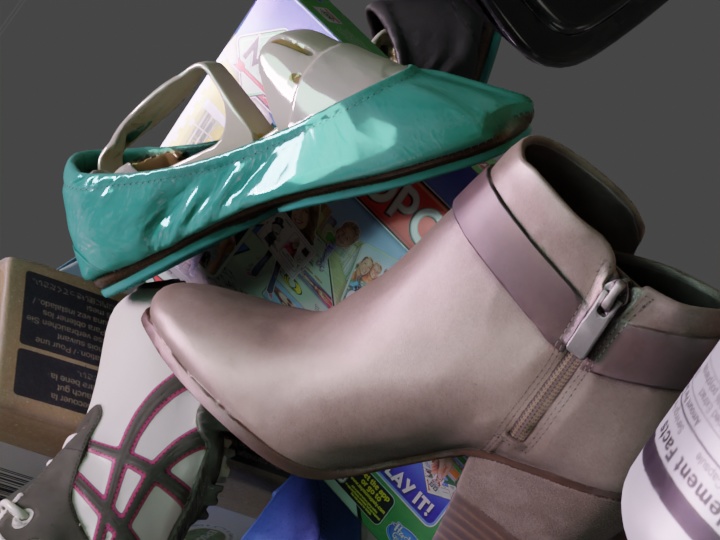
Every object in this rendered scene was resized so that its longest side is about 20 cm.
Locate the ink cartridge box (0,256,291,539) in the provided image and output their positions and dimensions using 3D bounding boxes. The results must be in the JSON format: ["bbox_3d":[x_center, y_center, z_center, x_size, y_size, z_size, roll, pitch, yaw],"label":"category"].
[{"bbox_3d":[-0.135,0.085,0.987,0.200,0.165,0.075,-35,44,45],"label":"ink cartridge box"}]

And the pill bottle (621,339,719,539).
[{"bbox_3d":[0.142,0.054,0.605,0.200,0.111,0.111,-57,30,18],"label":"pill bottle"}]

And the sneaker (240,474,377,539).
[{"bbox_3d":[-0.065,0.152,0.879,0.077,0.111,0.200,16,84,61],"label":"sneaker"}]

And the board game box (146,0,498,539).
[{"bbox_3d":[0.000,0.000,0.860,0.200,0.029,0.135,46,115,24],"label":"board game box"}]

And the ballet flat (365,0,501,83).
[{"bbox_3d":[0.007,-0.025,0.926,0.068,0.068,0.200,120,163,-68],"label":"ballet flat"}]

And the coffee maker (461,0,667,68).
[{"bbox_3d":[0.042,-0.160,0.897,0.192,0.135,0.200,-58,32,10],"label":"coffee maker"}]

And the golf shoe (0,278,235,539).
[{"bbox_3d":[-0.096,0.085,0.825,0.077,0.088,0.200,126,151,-52],"label":"golf shoe"}]

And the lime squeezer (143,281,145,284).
[{"bbox_3d":[-0.073,0.010,1.068,0.200,0.038,0.071,-46,32,30],"label":"lime squeezer"}]

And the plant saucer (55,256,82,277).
[{"bbox_3d":[-0.065,-0.034,1.050,0.200,0.019,0.070,-26,8,41],"label":"plant saucer"}]

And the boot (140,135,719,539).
[{"bbox_3d":[0.030,0.016,0.772,0.070,0.200,0.146,-37,-22,-58],"label":"boot"}]

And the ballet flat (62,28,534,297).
[{"bbox_3d":[-0.034,-0.049,0.817,0.200,0.070,0.067,-19,8,31],"label":"ballet flat"}]
